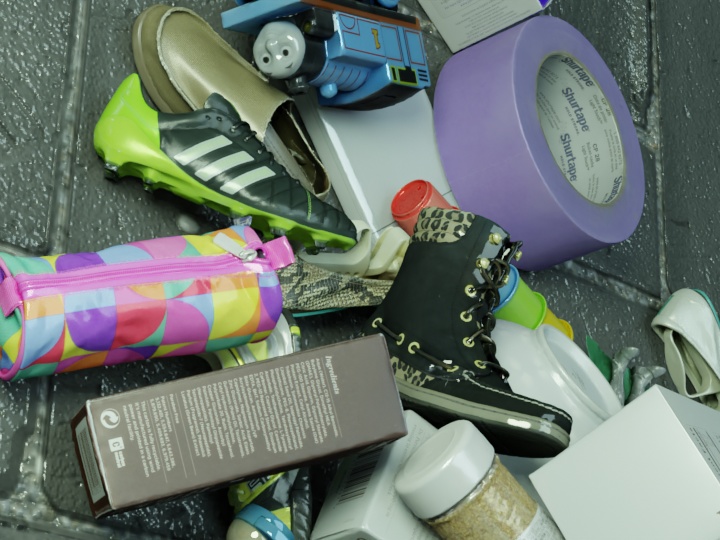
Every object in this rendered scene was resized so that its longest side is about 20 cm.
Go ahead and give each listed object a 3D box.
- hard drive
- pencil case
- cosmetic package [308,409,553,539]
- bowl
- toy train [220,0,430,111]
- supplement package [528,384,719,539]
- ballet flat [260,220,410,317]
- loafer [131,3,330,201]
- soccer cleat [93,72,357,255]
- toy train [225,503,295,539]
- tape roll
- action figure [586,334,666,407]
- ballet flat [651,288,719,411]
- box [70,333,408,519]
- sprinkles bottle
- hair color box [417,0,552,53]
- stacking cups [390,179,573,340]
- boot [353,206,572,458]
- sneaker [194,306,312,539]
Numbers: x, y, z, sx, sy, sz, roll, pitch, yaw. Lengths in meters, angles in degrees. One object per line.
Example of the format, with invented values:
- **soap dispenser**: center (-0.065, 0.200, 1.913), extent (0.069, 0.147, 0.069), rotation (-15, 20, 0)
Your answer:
- **hard drive**: center (0.009, -0.123, 1.438), extent (0.132, 0.027, 0.202), rotation (-29, 96, -46)
- **pencil case**: center (-0.146, 0.017, 1.158), extent (0.198, 0.088, 0.089), rotation (-11, 82, -29)
- **cosmetic package**: center (0.072, 0.196, 1.252), extent (0.200, 0.074, 0.102), rotation (39, 56, -19)
- **bowl**: center (0.138, 0.106, 1.369), extent (0.201, 0.090, 0.201), rotation (43, 16, -15)
- **toy train**: center (-0.024, -0.182, 1.326), extent (0.199, 0.086, 0.115), rotation (0, 75, -61)
- **supplement package**: center (0.218, 0.164, 1.233), extent (0.110, 0.113, 0.200), rotation (59, 16, 23)
- **ballet flat**: center (0.000, 0.000, 1.345), extent (0.199, 0.068, 0.076), rotation (5, 107, -41)
- **loafer**: center (-0.087, -0.117, 1.310), extent (0.200, 0.067, 0.076), rotation (51, 46, -19)
- **soccer cleat**: center (-0.087, -0.074, 1.249), extent (0.198, 0.068, 0.082), rotation (23, 78, -9)
- **toy train**: center (-0.050, 0.258, 1.172), extent (0.116, 0.084, 0.200), rotation (-47, 109, -23)
- **tape roll**: center (0.154, -0.107, 1.516), extent (0.199, 0.084, 0.202), rotation (28, 53, -44)
- **action figure**: center (0.222, 0.168, 1.525), extent (0.118, 0.054, 0.202), rotation (31, 59, -37)
- **ballet flat**: center (0.326, 0.115, 1.648), extent (0.069, 0.069, 0.201), rotation (-31, 93, -46)
- **box**: center (-0.080, 0.101, 1.155), extent (0.198, 0.100, 0.076), rotation (-14, 83, -17)
- **sprinkles bottle**: center (0.109, 0.193, 1.190), extent (0.200, 0.068, 0.068), rotation (49, 47, -11)
- **hair color box**: center (0.073, -0.296, 1.507), extent (0.201, 0.109, 0.065), rotation (53, 45, -17)
- **stacking cups**: center (0.092, 0.008, 1.435), extent (0.200, 0.060, 0.061), rotation (43, 49, -31)
- **boot**: center (0.083, 0.039, 1.257), extent (0.073, 0.202, 0.155), rotation (41, 70, -45)
- **sneaker**: center (-0.077, 0.127, 1.241), extent (0.076, 0.075, 0.202), rotation (-3, 77, -15)
